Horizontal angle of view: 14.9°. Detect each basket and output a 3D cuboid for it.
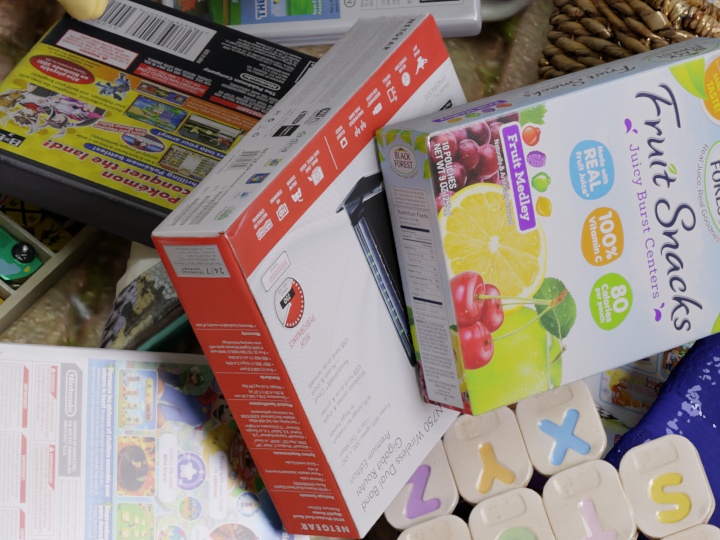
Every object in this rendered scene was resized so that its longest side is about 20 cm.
[{"bbox_3d":[0.207,-0.102,1.524,0.199,0.142,0.150,26,71,-31],"label":"basket"}]

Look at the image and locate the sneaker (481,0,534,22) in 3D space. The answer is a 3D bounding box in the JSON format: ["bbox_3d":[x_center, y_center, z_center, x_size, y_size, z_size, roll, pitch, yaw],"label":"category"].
[{"bbox_3d":[0.029,-0.217,1.627,0.199,0.075,0.105,31,37,-4],"label":"sneaker"}]

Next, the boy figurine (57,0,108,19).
[{"bbox_3d":[-0.187,-0.215,1.529,0.124,0.065,0.201,-6,44,-22],"label":"boy figurine"}]

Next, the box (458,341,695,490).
[{"bbox_3d":[0.109,0.055,1.495,0.199,0.039,0.137,18,52,-9],"label":"box"}]

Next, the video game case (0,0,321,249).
[{"bbox_3d":[-0.091,-0.073,1.456,0.199,0.026,0.181,20,38,10],"label":"video game case"}]

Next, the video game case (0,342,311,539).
[{"bbox_3d":[-0.120,0.111,1.338,0.199,0.018,0.144,4,79,-20],"label":"video game case"}]

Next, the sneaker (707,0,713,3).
[{"bbox_3d":[0.168,-0.148,1.623,0.074,0.082,0.201,43,39,-43],"label":"sneaker"}]

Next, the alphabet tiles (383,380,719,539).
[{"bbox_3d":[0.083,0.155,1.345,0.199,0.015,0.197,-20,66,8],"label":"alphabet tiles"}]

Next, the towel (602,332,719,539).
[{"bbox_3d":[0.183,0.134,1.423,0.148,0.049,0.200,47,61,-9],"label":"towel"}]

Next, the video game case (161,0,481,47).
[{"bbox_3d":[-0.026,-0.221,1.587,0.181,0.022,0.201,-3,67,1],"label":"video game case"}]

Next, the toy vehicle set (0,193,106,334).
[{"bbox_3d":[-0.242,-0.051,1.433,0.200,0.027,0.124,38,50,6],"label":"toy vehicle set"}]

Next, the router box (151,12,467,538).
[{"bbox_3d":[0.000,0.000,1.359,0.200,0.049,0.180,-50,127,-41],"label":"router box"}]

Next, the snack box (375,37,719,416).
[{"bbox_3d":[0.114,-0.025,1.367,0.199,0.053,0.143,-17,105,-27],"label":"snack box"}]

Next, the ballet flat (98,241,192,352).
[{"bbox_3d":[-0.081,-0.005,1.440,0.072,0.072,0.200,47,46,14],"label":"ballet flat"}]

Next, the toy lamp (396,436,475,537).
[{"bbox_3d":[0.063,0.173,1.382,0.058,0.058,0.201,-6,60,-26],"label":"toy lamp"}]
